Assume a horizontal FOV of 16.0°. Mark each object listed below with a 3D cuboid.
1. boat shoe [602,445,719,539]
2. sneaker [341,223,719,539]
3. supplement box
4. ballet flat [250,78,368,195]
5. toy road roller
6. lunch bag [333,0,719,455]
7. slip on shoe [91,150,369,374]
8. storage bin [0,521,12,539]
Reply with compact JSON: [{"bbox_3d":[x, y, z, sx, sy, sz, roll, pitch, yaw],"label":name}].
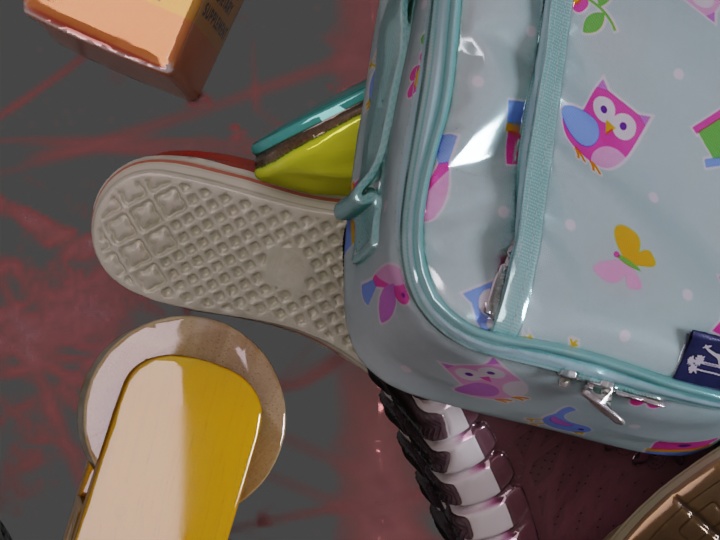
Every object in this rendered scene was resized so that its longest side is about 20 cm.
[{"bbox_3d":[0.095,0.119,0.870,0.072,0.065,0.200,42,94,-12],"label":"boat shoe"},{"bbox_3d":[0.072,0.044,0.904,0.115,0.076,0.200,-25,119,-9],"label":"sneaker"},{"bbox_3d":[-0.053,-0.169,0.966,0.069,0.067,0.200,22,87,8],"label":"supplement box"},{"bbox_3d":[0.055,-0.064,0.920,0.200,0.067,0.067,-33,96,-25],"label":"ballet flat"},{"bbox_3d":[-0.044,0.124,0.909,0.146,0.123,0.200,15,86,-7],"label":"toy road roller"},{"bbox_3d":[0.075,-0.044,0.830,0.160,0.077,0.200,16,68,-22],"label":"lunch bag"},{"bbox_3d":[0.000,0.000,0.944,0.200,0.061,0.074,17,107,-4],"label":"slip on shoe"},{"bbox_3d":[-0.211,0.158,0.903,0.135,0.094,0.200,6,66,8],"label":"storage bin"}]
